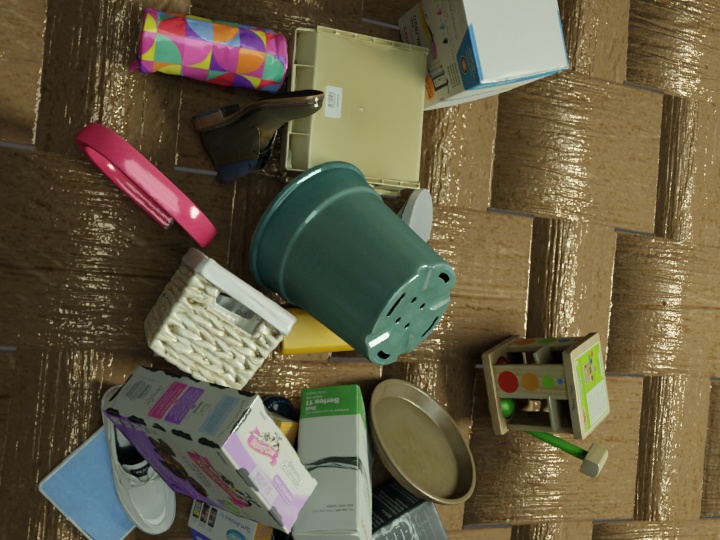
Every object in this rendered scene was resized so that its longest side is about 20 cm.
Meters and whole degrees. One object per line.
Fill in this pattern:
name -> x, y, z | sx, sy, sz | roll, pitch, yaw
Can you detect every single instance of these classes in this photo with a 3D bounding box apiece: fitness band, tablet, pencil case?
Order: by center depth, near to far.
fitness band -> -0.262, -0.100, 0.893 | 0.200, 0.143, 0.037 | 43, 78, -16
tablet -> -0.299, 0.254, 0.952 | 0.200, 0.014, 0.130 | -43, 105, -16
pencil case -> -0.195, -0.286, 0.952 | 0.198, 0.088, 0.089 | 5, 89, -18

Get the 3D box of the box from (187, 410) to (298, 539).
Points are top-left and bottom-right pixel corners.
box -> -0.157, 0.279, 0.950 | 0.041, 0.118, 0.202 | 14, 90, -54

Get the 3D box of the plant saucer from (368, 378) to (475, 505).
plant saucer -> 0.083, 0.244, 1.030 | 0.200, 0.201, 0.029 | 37, 117, -18

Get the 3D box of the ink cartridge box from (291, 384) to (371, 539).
ink cartridge box -> -0.032, 0.272, 0.933 | 0.082, 0.201, 0.147 | -5, 135, 5

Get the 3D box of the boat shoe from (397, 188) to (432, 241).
boat shoe -> 0.050, -0.039, 1.054 | 0.071, 0.069, 0.201 | 56, 45, -47

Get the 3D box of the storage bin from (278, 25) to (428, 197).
storage bin -> -0.013, -0.217, 1.017 | 0.197, 0.094, 0.202 | 5, 89, -21

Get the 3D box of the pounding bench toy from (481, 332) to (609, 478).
pounding bench toy -> 0.278, 0.206, 1.096 | 0.124, 0.155, 0.202 | -16, 97, -53

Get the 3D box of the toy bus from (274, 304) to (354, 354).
toy bus -> -0.024, 0.077, 1.023 | 0.198, 0.078, 0.066 | -2, 91, -21

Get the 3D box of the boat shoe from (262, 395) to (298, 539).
boat shoe -> -0.104, 0.275, 0.999 | 0.083, 0.069, 0.202 | -5, 92, -21

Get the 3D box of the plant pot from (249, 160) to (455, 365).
plant pot -> 0.000, 0.000, 0.903 | 0.200, 0.196, 0.201 | -35, 147, -26

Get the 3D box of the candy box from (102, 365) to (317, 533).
candy box -> -0.172, 0.203, 0.836 | 0.072, 0.199, 0.168 | -55, 135, -35

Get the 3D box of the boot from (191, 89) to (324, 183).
boot -> -0.123, -0.173, 0.942 | 0.075, 0.199, 0.098 | -36, 117, -54

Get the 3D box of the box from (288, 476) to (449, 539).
box -> 0.032, 0.435, 1.028 | 0.196, 0.124, 0.201 | -26, 100, -17

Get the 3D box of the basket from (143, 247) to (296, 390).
basket -> -0.183, 0.061, 0.902 | 0.135, 0.200, 0.124 | 36, 85, -17

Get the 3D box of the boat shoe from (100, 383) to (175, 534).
boat shoe -> -0.283, 0.244, 0.916 | 0.073, 0.065, 0.201 | -22, 98, -20

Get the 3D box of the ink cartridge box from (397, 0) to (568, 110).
ink cartridge box -> 0.166, -0.325, 1.029 | 0.144, 0.200, 0.148 | -16, 96, -18
